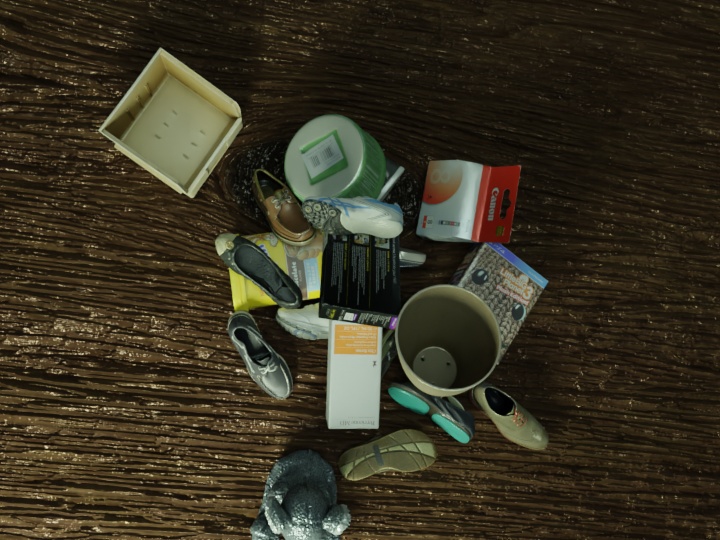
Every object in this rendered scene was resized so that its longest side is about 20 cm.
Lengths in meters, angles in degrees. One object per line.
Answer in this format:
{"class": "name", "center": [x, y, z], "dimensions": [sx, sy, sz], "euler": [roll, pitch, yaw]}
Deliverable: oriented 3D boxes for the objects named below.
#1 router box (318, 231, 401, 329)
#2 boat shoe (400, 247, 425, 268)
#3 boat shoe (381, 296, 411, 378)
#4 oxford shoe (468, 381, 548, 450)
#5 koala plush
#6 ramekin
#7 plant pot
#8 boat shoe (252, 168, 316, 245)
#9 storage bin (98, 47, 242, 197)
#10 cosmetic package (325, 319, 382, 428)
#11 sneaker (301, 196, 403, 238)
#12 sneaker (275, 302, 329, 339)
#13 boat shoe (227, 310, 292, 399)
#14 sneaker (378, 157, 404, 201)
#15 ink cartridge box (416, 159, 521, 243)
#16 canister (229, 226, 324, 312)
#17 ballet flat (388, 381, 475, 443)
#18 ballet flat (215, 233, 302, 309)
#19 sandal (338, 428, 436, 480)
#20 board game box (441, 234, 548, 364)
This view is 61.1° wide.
{"class": "router box", "center": [0.000, 0.000, 1.140], "dimensions": [0.145, 0.051, 0.204], "euler": [10, 55, -11]}
{"class": "boat shoe", "center": [0.035, -0.001, 1.252], "dimensions": [0.194, 0.075, 0.096], "euler": [5, 99, -8]}
{"class": "boat shoe", "center": [0.062, 0.148, 1.232], "dimensions": [0.066, 0.072, 0.203], "euler": [37, 85, -7]}
{"class": "oxford shoe", "center": [0.309, 0.301, 1.242], "dimensions": [0.198, 0.075, 0.071], "euler": [35, 79, -3]}
{"class": "koala plush", "center": [-0.106, 0.430, 1.102], "dimensions": [0.172, 0.200, 0.189], "euler": [10, 81, -6]}
{"class": "ramekin", "center": [-0.055, -0.204, 1.200], "dimensions": [0.195, 0.097, 0.206], "euler": [-5, 75, 20]}
{"class": "plant pot", "center": [0.149, 0.156, 1.130], "dimensions": [0.182, 0.201, 0.192], "euler": [0, 64, -1]}
{"class": "boat shoe", "center": [-0.157, -0.124, 1.179], "dimensions": [0.071, 0.069, 0.200], "euler": [-32, 52, -21]}
{"class": "storage bin", "center": [-0.365, -0.284, 1.209], "dimensions": [0.196, 0.094, 0.202], "euler": [34, 79, -2]}
{"class": "cosmetic package", "center": [-0.013, 0.189, 1.156], "dimensions": [0.098, 0.071, 0.206], "euler": [1, 94, -7]}
{"class": "sneaker", "center": [-0.015, -0.107, 1.131], "dimensions": [0.195, 0.073, 0.074], "euler": [9, 49, -16]}
{"class": "sneaker", "center": [-0.073, 0.095, 1.223], "dimensions": [0.195, 0.074, 0.090], "euler": [10, 73, -15]}
{"class": "boat shoe", "center": [-0.192, 0.173, 1.167], "dimensions": [0.072, 0.063, 0.203], "euler": [-29, 108, -1]}
{"class": "sneaker", "center": [-0.003, -0.165, 1.263], "dimensions": [0.099, 0.071, 0.201], "euler": [38, 75, 2]}
{"class": "ink cartridge box", "center": [0.215, -0.141, 1.238], "dimensions": [0.050, 0.197, 0.167], "euler": [21, 78, -48]}
{"class": "canister", "center": [-0.159, -0.006, 1.209], "dimensions": [0.194, 0.087, 0.153], "euler": [-8, 83, -11]}
{"class": "ballet flat", "center": [0.148, 0.268, 1.233], "dimensions": [0.197, 0.073, 0.074], "euler": [32, 80, 3]}
{"class": "ballet flat", "center": [-0.184, -0.004, 1.131], "dimensions": [0.198, 0.057, 0.067], "euler": [38, 76, -4]}
{"class": "sandal", "center": [0.053, 0.365, 1.213], "dimensions": [0.195, 0.054, 0.082], "euler": [-15, 79, 5]}
{"class": "board game box", "center": [0.257, 0.062, 1.254], "dimensions": [0.158, 0.097, 0.202], "euler": [35, 80, -3]}
